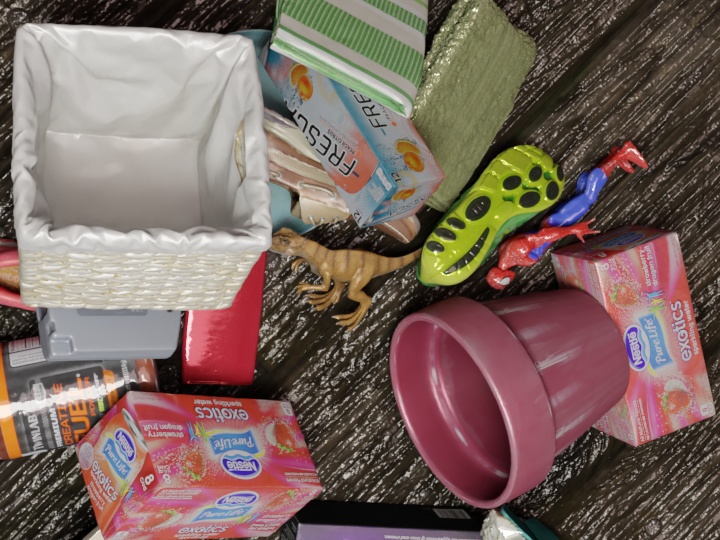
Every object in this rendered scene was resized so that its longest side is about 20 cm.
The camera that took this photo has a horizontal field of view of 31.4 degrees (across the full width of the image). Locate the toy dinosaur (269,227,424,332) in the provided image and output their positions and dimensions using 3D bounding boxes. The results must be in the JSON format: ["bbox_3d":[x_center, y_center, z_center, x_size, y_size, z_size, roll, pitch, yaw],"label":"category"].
[{"bbox_3d":[0.000,0.000,1.245,0.199,0.060,0.107,2,124,-36],"label":"toy dinosaur"}]

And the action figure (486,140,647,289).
[{"bbox_3d":[0.204,-0.050,1.296,0.200,0.065,0.052,-38,99,-8],"label":"action figure"}]

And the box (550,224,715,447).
[{"bbox_3d":[0.278,0.064,1.313,0.102,0.095,0.201,-18,102,-16],"label":"box"}]

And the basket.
[{"bbox_3d":[-0.189,-0.078,1.058,0.199,0.161,0.199,1,65,-18],"label":"basket"}]

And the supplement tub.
[{"bbox_3d":[-0.286,0.112,1.172,0.199,0.107,0.107,-12,101,-12],"label":"supplement tub"}]

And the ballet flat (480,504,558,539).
[{"bbox_3d":[0.155,0.282,1.279,0.071,0.200,0.072,-6,73,19],"label":"ballet flat"}]

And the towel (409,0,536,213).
[{"bbox_3d":[0.091,-0.160,1.230,0.148,0.036,0.201,27,93,-56],"label":"towel"}]

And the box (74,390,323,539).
[{"bbox_3d":[-0.144,0.179,1.165,0.200,0.100,0.095,11,135,-47],"label":"box"}]

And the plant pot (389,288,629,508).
[{"bbox_3d":[0.155,0.106,1.252,0.178,0.200,0.201,-21,103,-26],"label":"plant pot"}]

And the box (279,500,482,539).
[{"bbox_3d":[0.017,0.314,1.298,0.199,0.079,0.142,5,100,-15],"label":"box"}]

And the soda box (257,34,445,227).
[{"bbox_3d":[-0.010,-0.138,1.143,0.068,0.064,0.200,-13,64,-42],"label":"soda box"}]

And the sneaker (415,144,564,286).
[{"bbox_3d":[0.122,-0.056,1.273,0.200,0.084,0.074,-39,92,-25],"label":"sneaker"}]

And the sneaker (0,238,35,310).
[{"bbox_3d":[-0.266,0.017,1.172,0.199,0.087,0.074,5,98,-15],"label":"sneaker"}]

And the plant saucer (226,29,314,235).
[{"bbox_3d":[-0.097,-0.126,1.216,0.199,0.027,0.201,-1,93,-20],"label":"plant saucer"}]

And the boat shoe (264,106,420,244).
[{"bbox_3d":[-0.038,-0.076,1.191,0.200,0.076,0.072,32,86,-8],"label":"boat shoe"}]

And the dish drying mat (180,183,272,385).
[{"bbox_3d":[-0.131,0.012,1.243,0.076,0.018,0.201,4,96,-18],"label":"dish drying mat"}]

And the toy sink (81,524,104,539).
[{"bbox_3d":[-0.211,0.312,1.219,0.130,0.112,0.200,-43,111,-5],"label":"toy sink"}]

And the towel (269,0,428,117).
[{"bbox_3d":[-0.007,-0.237,1.164,0.152,0.201,0.023,24,134,-19],"label":"towel"}]

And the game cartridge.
[{"bbox_3d":[-0.229,-0.014,1.143,0.133,0.040,0.201,0,64,-30],"label":"game cartridge"}]
